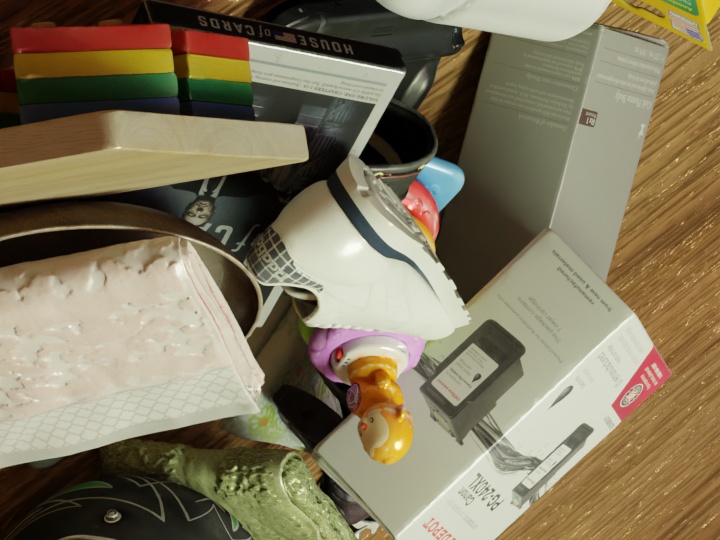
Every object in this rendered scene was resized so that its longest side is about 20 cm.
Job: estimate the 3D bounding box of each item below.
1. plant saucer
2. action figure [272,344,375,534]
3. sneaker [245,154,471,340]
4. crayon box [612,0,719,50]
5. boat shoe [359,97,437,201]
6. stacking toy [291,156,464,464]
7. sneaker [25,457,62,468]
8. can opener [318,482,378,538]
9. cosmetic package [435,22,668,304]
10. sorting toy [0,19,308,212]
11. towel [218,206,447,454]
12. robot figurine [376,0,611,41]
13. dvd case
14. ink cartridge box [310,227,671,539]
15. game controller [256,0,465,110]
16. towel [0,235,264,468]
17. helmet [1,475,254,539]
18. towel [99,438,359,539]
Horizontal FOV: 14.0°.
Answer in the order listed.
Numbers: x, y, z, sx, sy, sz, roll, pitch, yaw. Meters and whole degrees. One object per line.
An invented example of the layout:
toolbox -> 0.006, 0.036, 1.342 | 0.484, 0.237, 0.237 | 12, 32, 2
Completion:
plant saucer -> -0.153, 0.014, 1.559 | 0.200, 0.032, 0.200 | -6, 151, -4
action figure -> -0.009, 0.112, 1.880 | 0.130, 0.069, 0.200 | -50, 156, -19
sneaker -> 0.000, 0.000, 1.603 | 0.080, 0.076, 0.200 | -38, 153, 4
crayon box -> 0.164, -0.227, 1.781 | 0.052, 0.126, 0.200 | -54, 155, -15
boat shoe -> -0.048, -0.081, 1.623 | 0.201, 0.074, 0.063 | 12, 137, -35
stacking toy -> 0.003, 0.028, 1.720 | 0.110, 0.200, 0.116 | 14, 140, -28
sneaker -> -0.119, 0.046, 1.697 | 0.200, 0.088, 0.074 | -50, 155, -5
can opener -> 0.004, 0.142, 2.063 | 0.200, 0.053, 0.066 | -60, -173, 16
cosmetic package -> 0.121, -0.065, 1.898 | 0.107, 0.090, 0.200 | 4, 99, -59
sorting toy -> -0.158, -0.074, 1.407 | 0.199, 0.200, 0.070 | -1, 84, -65
towel -> -0.005, 0.030, 1.905 | 0.200, 0.048, 0.171 | -57, 154, 7
robot figurine -> 0.073, -0.193, 1.662 | 0.200, 0.113, 0.169 | 6, 161, -38
dvd case -> -0.083, -0.053, 1.566 | 0.150, 0.025, 0.200 | 8, 131, -26
ink cartridge box -> 0.082, 0.087, 1.790 | 0.200, 0.083, 0.145 | -44, 158, -1
game controller -> -0.013, -0.120, 1.737 | 0.200, 0.042, 0.104 | -11, 146, -53
towel -> -0.164, 0.049, 1.557 | 0.200, 0.032, 0.191 | -12, 151, 7
helmet -> -0.143, 0.217, 1.742 | 0.191, 0.200, 0.200 | -51, 154, -13
towel -> -0.071, 0.161, 1.844 | 0.200, 0.148, 0.037 | 56, 44, -53
